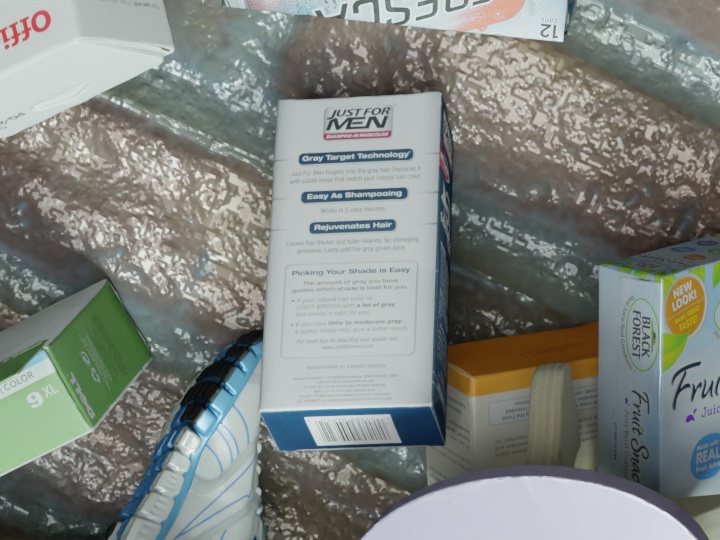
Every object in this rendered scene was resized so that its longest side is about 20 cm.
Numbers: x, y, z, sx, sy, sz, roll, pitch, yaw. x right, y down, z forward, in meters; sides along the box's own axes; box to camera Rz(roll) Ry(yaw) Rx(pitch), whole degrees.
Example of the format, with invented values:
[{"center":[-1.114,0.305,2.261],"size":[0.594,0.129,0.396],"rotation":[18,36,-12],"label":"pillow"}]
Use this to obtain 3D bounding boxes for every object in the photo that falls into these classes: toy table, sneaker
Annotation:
[{"center":[0.101,0.153,1.532],"size":[0.200,0.117,0.184],"rotation":[6,105,15],"label":"toy table"},{"center":[-0.085,0.130,1.689],"size":[0.087,0.075,0.200],"rotation":[32,73,-13],"label":"sneaker"}]

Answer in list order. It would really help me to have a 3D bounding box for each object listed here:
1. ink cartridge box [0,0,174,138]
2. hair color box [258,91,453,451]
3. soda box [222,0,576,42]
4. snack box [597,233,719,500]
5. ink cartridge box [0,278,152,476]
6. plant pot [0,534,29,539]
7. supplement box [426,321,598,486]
[{"center":[-0.202,-0.191,1.588],"size":[0.145,0.084,0.200],"rotation":[-22,76,34],"label":"ink cartridge box"},{"center":[0.000,0.000,1.616],"size":[0.100,0.061,0.200],"rotation":[-2,63,9],"label":"hair color box"},{"center":[0.025,-0.175,1.619],"size":[0.200,0.068,0.064],"rotation":[6,105,6],"label":"soda box"},{"center":[0.199,0.084,1.624],"size":[0.053,0.142,0.200],"rotation":[13,109,44],"label":"snack box"},{"center":[-0.200,0.076,1.651],"size":[0.104,0.200,0.059],"rotation":[-26,99,15],"label":"ink cartridge box"},{"center":[-0.202,0.243,1.717],"size":[0.173,0.200,0.200],"rotation":[-3,105,-8],"label":"plant pot"},{"center":[0.108,0.140,1.661],"size":[0.126,0.074,0.200],"rotation":[-8,105,-23],"label":"supplement box"}]
